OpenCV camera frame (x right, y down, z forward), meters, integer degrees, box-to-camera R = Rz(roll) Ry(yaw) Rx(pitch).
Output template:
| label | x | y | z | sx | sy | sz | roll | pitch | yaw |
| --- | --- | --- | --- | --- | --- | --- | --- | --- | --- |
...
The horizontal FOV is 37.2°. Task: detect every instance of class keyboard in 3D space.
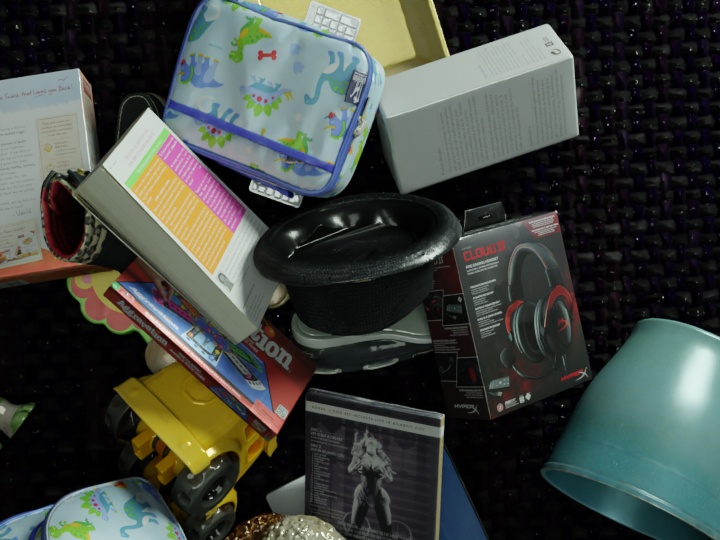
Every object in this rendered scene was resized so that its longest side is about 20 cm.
| label | x | y | z | sx | sy | sz | roll | pitch | yaw |
| --- | --- | --- | --- | --- | --- | --- | --- | --- | --- |
| keyboard | -0.056 | -0.168 | 1.089 | 0.055 | 0.011 | 0.203 | 18 | 92 | -4 |

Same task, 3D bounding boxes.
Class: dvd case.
| label | x | y | z | sx | sy | sz | roll | pitch | yaw |
| --- | --- | --- | --- | --- | --- | --- | --- | --- | --- |
| dvd case | 0.011 | 0.227 | 1.084 | 0.147 | 0.016 | 0.203 | 8 | 108 | 23 |

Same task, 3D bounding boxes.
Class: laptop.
| label | x | y | z | sx | sy | sz | roll | pitch | yaw |
| --- | --- | --- | --- | --- | --- | --- | --- | --- | --- |
| laptop | 0.026 | 0.285 | 1.108 | 0.198 | 0.116 | 0.189 | -25 | 93 | -2 |

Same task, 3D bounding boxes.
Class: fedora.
| label | x | y | z | sx | sy | sz | roll | pitch | yaw |
| --- | --- | --- | --- | --- | --- | --- | --- | --- | --- |
| fedora | 0.000 | 0.000 | 1.014 | 0.197 | 0.201 | 0.093 | -8 | 117 | -3 |

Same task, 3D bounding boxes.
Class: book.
| label | x | y | z | sx | sy | sz | roll | pitch | yaw |
| --- | --- | --- | --- | --- | --- | --- | --- | --- | --- |
| book | -0.154 | -0.045 | 0.995 | 0.048 | 0.134 | 0.200 | -34 | 109 | 31 |

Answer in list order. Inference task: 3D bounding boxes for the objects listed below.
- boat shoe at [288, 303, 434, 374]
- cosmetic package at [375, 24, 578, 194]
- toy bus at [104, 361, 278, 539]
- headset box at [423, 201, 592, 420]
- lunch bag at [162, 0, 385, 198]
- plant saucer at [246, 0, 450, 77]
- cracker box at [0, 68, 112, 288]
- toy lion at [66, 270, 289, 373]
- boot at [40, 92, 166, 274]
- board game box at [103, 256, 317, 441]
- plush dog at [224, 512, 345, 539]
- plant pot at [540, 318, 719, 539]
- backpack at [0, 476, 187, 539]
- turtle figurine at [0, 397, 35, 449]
| label | x | y | z | sx | sy | sz | roll | pitch | yaw |
| --- | --- | --- | --- | --- | --- | --- | --- | --- | --- |
| boat shoe | 0.020 | 0.068 | 1.127 | 0.197 | 0.076 | 0.061 | -1 | 131 | -13 |
| cosmetic package | 0.117 | -0.165 | 1.095 | 0.197 | 0.072 | 0.102 | -18 | 133 | -3 |
| toy bus | -0.142 | 0.160 | 1.081 | 0.135 | 0.201 | 0.191 | 37 | 57 | 24 |
| headset box | 0.143 | 0.034 | 1.096 | 0.147 | 0.075 | 0.203 | -14 | 93 | -33 |
| lunch bag | -0.085 | -0.165 | 1.042 | 0.198 | 0.082 | 0.163 | 24 | 98 | 11 |
| plant saucer | -0.027 | -0.271 | 1.115 | 0.197 | 0.048 | 0.203 | -18 | 94 | -2 |
| cracker box | -0.331 | -0.091 | 1.081 | 0.132 | 0.058 | 0.203 | -8 | 82 | -2 |
| toy lion | -0.197 | 0.000 | 1.114 | 0.199 | 0.069 | 0.193 | -35 | 87 | -2 |
| boot | -0.235 | -0.090 | 1.025 | 0.072 | 0.153 | 0.207 | -11 | 78 | 24 |
| board game box | -0.134 | 0.057 | 0.992 | 0.200 | 0.103 | 0.019 | 43 | 127 | -8 |
| plush dog | -0.061 | 0.334 | 1.077 | 0.197 | 0.160 | 0.175 | 16 | 97 | 18 |
| plant pot | 0.309 | 0.160 | 1.091 | 0.198 | 0.200 | 0.190 | 27 | 76 | -4 |
| backpack | -0.249 | 0.287 | 0.959 | 0.184 | 0.198 | 0.148 | 54 | 130 | 25 |
| turtle figurine | -0.417 | 0.097 | 1.060 | 0.193 | 0.144 | 0.201 | 39 | 93 | -8 |
